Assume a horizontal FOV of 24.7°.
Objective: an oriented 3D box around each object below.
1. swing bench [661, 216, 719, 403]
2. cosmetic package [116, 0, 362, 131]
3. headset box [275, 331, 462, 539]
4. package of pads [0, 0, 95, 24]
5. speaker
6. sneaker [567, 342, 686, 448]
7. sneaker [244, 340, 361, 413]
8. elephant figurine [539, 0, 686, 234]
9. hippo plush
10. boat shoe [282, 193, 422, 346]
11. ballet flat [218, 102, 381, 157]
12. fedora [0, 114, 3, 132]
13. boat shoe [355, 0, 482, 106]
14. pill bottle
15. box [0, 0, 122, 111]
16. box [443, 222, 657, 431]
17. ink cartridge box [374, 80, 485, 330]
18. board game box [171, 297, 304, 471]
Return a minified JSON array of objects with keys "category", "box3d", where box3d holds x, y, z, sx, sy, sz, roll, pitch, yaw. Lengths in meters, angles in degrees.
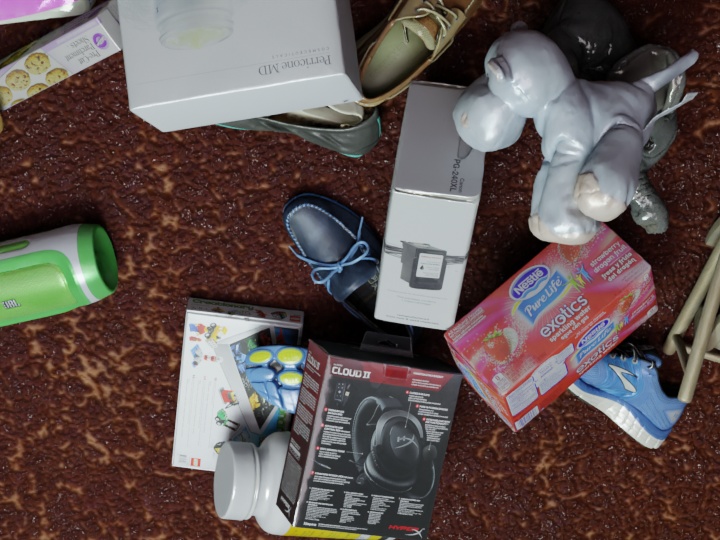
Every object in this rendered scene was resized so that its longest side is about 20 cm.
[{"category":"swing bench","box3d":[0.438,0.046,1.672,0.198,0.130,0.201,16,111,-5]},{"category":"cosmetic package","box3d":[-0.113,-0.246,1.504,0.198,0.123,0.201,-9,85,7]},{"category":"headset box","box3d":[0.010,0.163,1.676,0.148,0.077,0.201,8,97,-19]},{"category":"package of pads","box3d":[-0.363,-0.313,1.561,0.199,0.068,0.155,-7,117,6]},{"category":"speaker","box3d":[-0.358,0.009,1.716,0.199,0.089,0.089,-13,116,9]},{"category":"sneaker","box3d":[0.266,0.101,1.744,0.200,0.079,0.089,35,103,-21]},{"category":"sneaker","box3d":[-0.027,0.113,1.741,0.199,0.083,0.071,4,97,-17]},{"category":"elephant figurine","box3d":[0.250,-0.164,1.572,0.199,0.142,0.155,30,130,-5]},{"category":"hippo plush","box3d":[0.167,-0.129,1.433,0.160,0.160,0.200,33,125,-11]},{"category":"boat shoe","box3d":[0.000,0.000,1.700,0.200,0.069,0.084,40,112,-16]},{"category":"ballet flat","box3d":[-0.072,-0.169,1.618,0.199,0.068,0.068,12,147,-11]},{"category":"fedora","box3d":[-0.408,-0.150,1.619,0.082,0.200,0.201,-37,115,-22]},{"category":"boat shoe","box3d":[0.061,-0.232,1.562,0.076,0.074,0.200,37,99,-17]},{"category":"pill bottle","box3d":[-0.052,0.231,1.770,0.199,0.111,0.112,6,119,-19]},{"category":"box","box3d":[-0.296,-0.205,1.585,0.199,0.039,0.042,-18,119,39]},{"category":"box","box3d":[0.192,0.051,1.641,0.200,0.096,0.100,-40,151,-7]},{"category":"ink cartridge box","box3d":[0.068,-0.062,1.585,0.083,0.146,0.200,8,142,1]},{"category":"board game box","box3d":[-0.135,0.130,1.792,0.126,0.035,0.201,7,117,-3]}]
